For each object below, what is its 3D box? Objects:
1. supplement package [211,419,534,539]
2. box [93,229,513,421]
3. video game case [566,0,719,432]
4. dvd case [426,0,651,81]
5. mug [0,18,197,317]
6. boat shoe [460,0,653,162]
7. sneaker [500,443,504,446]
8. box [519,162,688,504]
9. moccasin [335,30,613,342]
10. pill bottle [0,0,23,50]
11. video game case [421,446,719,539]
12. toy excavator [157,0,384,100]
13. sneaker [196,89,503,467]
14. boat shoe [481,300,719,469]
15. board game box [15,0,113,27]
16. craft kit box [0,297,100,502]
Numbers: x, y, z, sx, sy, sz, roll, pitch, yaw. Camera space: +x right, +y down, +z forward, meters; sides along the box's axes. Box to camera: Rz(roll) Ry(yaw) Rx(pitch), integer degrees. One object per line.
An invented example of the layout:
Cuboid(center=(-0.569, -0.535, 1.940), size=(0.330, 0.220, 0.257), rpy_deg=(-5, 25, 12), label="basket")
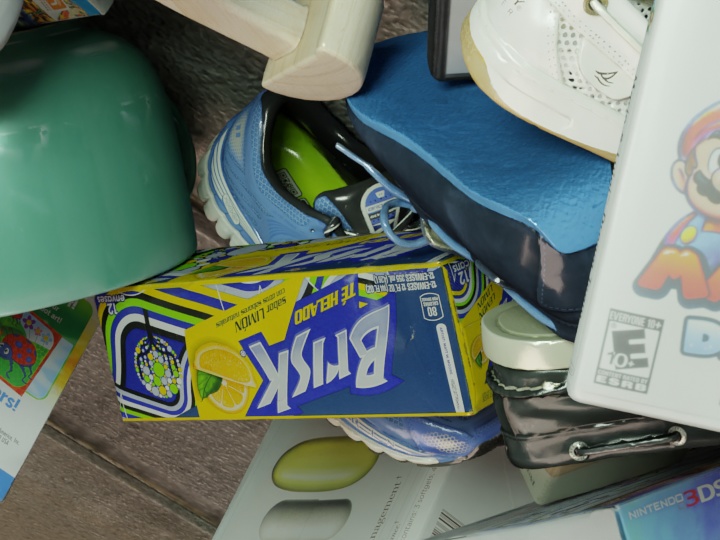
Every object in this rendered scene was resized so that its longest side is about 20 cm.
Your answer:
Cuboid(center=(0.019, 0.188, 1.197), size=(0.147, 0.192, 0.200), rpy_deg=(41, 150, -26), label="supplement package")
Cuboid(center=(-0.018, 0.023, 0.876), size=(0.200, 0.070, 0.065), rpy_deg=(-5, 103, 41), label="box")
Cuboid(center=(0.180, -0.027, 0.647), size=(0.199, 0.183, 0.024), rpy_deg=(12, -168, 0), label="video game case")
Cuboid(center=(0.094, -0.126, 0.671), size=(0.142, 0.018, 0.200), rpy_deg=(-5, 152, -2), label="dvd case")
Cuboid(center=(-0.157, -0.052, 0.946), size=(0.151, 0.115, 0.185), rpy_deg=(-12, -169, 0), label="mug")
Cuboid(center=(0.135, -0.058, 0.690), size=(0.199, 0.071, 0.069), rpy_deg=(20, 130, -18), label="boat shoe")
Cuboid(center=(-0.003, 0.027, 1.061), size=(0.200, 0.075, 0.087), rpy_deg=(42, 156, -28), label="sneaker")
Cuboid(center=(0.109, 0.018, 0.886), size=(0.077, 0.095, 0.200), rpy_deg=(-16, 155, -13), label="box")
Cuboid(center=(0.039, -0.032, 0.768), size=(0.200, 0.080, 0.068), rpy_deg=(-115, 9, -62), label="moccasin")
Cuboid(center=(-0.233, -0.124, 0.809), size=(0.199, 0.106, 0.106), rpy_deg=(6, 148, 37), label="pill bottle")
Cuboid(center=(0.146, 0.114, 0.964), size=(0.181, 0.199, 0.046), rpy_deg=(-26, 80, 58), label="video game case")
Cuboid(center=(-0.084, -0.131, 0.705), size=(0.194, 0.100, 0.200), rpy_deg=(14, 165, 1), label="toy excavator")
Cuboid(center=(0.000, 0.000, 0.939), size=(0.200, 0.078, 0.089), rpy_deg=(52, 148, 12), label="sneaker")
Cuboid(center=(0.143, 0.043, 0.748), size=(0.199, 0.066, 0.075), rpy_deg=(-4, -163, -8), label="boat shoe")
Cuboid(center=(-0.205, -0.170, 0.889), size=(0.200, 0.064, 0.148), rpy_deg=(-2, 142, 43), label="board game box")
Cuboid(center=(-0.217, -0.019, 1.027), size=(0.200, 0.198, 0.048), rpy_deg=(38, 155, -22), label="craft kit box")
